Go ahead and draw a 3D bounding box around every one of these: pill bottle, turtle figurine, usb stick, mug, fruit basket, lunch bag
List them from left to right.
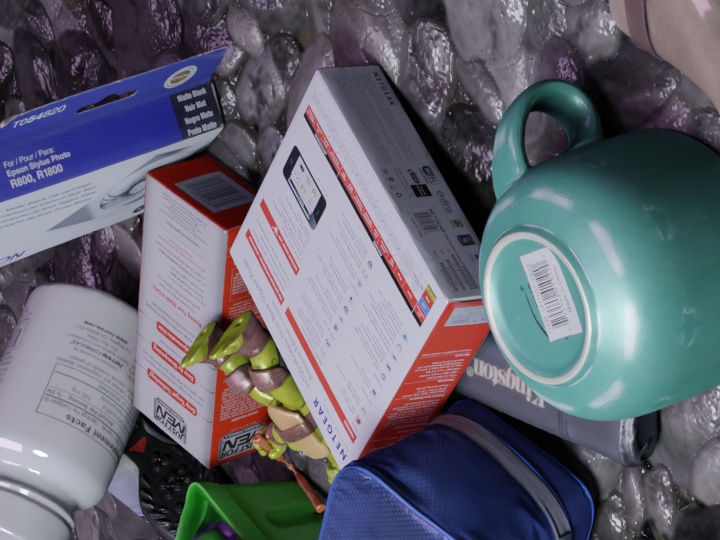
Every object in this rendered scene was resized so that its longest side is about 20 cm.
[{"bbox_3d":[-0.234,0.120,1.758,0.114,0.201,0.114,17,155,8],"label":"pill bottle"},{"bbox_3d":[-0.082,0.250,1.625,0.216,0.215,0.156,45,136,32],"label":"fruit basket"},{"bbox_3d":[-0.040,0.098,1.598,0.161,0.064,0.200,47,166,-17],"label":"turtle figurine"},{"bbox_3d":[0.058,0.193,1.469,0.136,0.132,0.201,40,134,27],"label":"lunch bag"},{"bbox_3d":[0.107,0.070,1.436,0.200,0.033,0.056,22,122,48],"label":"usb stick"},{"bbox_3d":[0.129,-0.001,1.304,0.185,0.114,0.153,37,132,38],"label":"mug"}]

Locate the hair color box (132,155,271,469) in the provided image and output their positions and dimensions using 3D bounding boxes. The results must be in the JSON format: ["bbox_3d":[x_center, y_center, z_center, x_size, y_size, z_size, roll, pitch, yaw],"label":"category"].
[{"bbox_3d":[-0.110,0.030,1.685,0.101,0.061,0.201,35,130,39],"label":"hair color box"}]

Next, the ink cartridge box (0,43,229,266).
[{"bbox_3d":[-0.197,-0.071,1.638,0.041,0.199,0.200,60,145,11],"label":"ink cartridge box"}]

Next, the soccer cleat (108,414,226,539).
[{"bbox_3d":[-0.160,0.167,1.822,0.200,0.068,0.073,36,156,34],"label":"soccer cleat"}]

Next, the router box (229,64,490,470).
[{"bbox_3d":[0.000,0.000,1.498,0.200,0.049,0.180,62,142,31],"label":"router box"}]

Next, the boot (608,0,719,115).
[{"bbox_3d":[0.189,-0.119,1.224,0.146,0.070,0.201,26,123,53],"label":"boot"}]
